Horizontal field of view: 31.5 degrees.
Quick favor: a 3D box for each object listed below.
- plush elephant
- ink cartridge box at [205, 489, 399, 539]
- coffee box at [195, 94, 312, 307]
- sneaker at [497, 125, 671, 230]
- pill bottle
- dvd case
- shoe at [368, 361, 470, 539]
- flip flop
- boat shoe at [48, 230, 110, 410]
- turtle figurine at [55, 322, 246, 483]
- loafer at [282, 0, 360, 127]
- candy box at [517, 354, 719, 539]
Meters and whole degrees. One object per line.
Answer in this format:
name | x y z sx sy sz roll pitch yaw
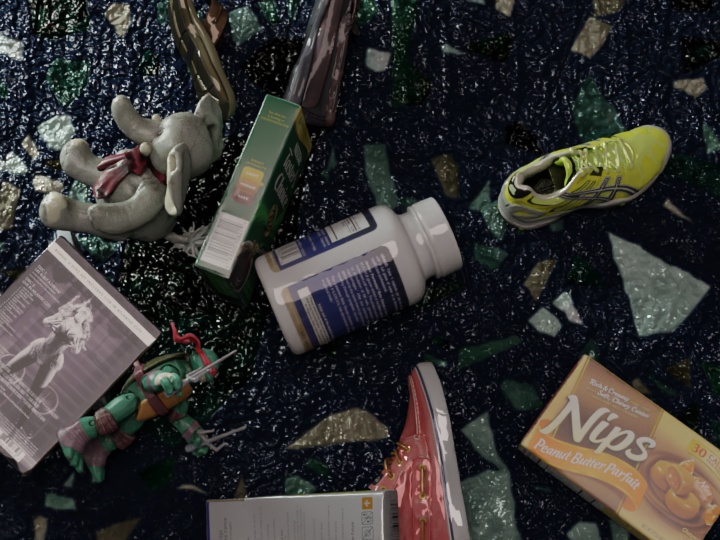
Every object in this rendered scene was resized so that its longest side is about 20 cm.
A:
plush elephant | -0.221 -0.112 1.338 0.199 0.165 0.155 23 118 -6
ink cartridge box | -0.055 0.320 1.259 0.199 0.047 0.199 -7 81 26
coffee box | -0.109 -0.072 1.347 0.044 0.123 0.201 19 76 9
sneaker | 0.244 -0.102 1.359 0.199 0.076 0.076 -25 74 -5
pill bottle | 0.000 0.000 1.327 0.199 0.111 0.111 -23 75 -3
dvd case | -0.324 0.086 1.306 0.149 0.016 0.200 43 84 2
shoe | 0.050 0.196 1.293 0.091 0.071 0.201 -9 78 -3
flip flop | -0.171 -0.264 1.428 0.057 0.081 0.201 -17 76 -19
boat shoe | -0.328 0.055 1.349 0.090 0.071 0.201 -11 77 -4
turtle figurine | -0.203 0.138 1.296 0.199 0.150 0.101 -31 50 -1
loafer | -0.032 -0.256 1.427 0.063 0.072 0.201 20 83 -12
candy box | 0.273 0.191 1.290 0.200 0.055 0.116 36 80 12
